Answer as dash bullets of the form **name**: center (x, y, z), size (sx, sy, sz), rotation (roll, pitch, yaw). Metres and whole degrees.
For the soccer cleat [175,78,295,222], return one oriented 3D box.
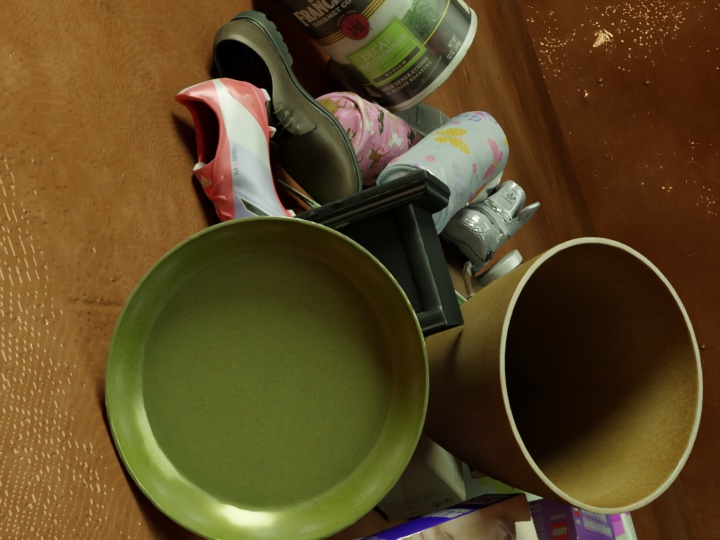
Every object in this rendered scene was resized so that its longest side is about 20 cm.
- **soccer cleat**: center (-0.095, -0.054, 0.804), size (0.076, 0.066, 0.203), rotation (-10, 86, -38)

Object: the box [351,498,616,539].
- **box**: center (0.102, 0.231, 0.841), size (0.137, 0.197, 0.040), rotation (34, 43, -58)

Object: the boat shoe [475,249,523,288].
- **boat shoe**: center (0.155, 0.032, 1.205), size (0.074, 0.200, 0.061), rotation (-37, 88, -24)

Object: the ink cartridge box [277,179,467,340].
- **ink cartridge box**: center (0.000, 0.000, 0.918), size (0.199, 0.060, 0.104), rotation (33, 0, 32)

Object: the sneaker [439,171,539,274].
- **sneaker**: center (0.147, -0.063, 1.163), size (0.075, 0.115, 0.200), rotation (41, -4, 8)

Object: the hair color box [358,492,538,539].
- **hair color box**: center (0.035, 0.235, 0.696), size (0.197, 0.065, 0.111), rotation (-13, 82, -25)

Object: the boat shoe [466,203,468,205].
- **boat shoe**: center (0.102, -0.081, 1.274), size (0.067, 0.073, 0.201), rotation (-56, 146, -23)

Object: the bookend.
- **bookend**: center (-0.011, 0.063, 0.693), size (0.092, 0.196, 0.203), rotation (9, 64, -75)

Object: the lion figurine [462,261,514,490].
- **lion figurine**: center (0.124, 0.096, 0.956), size (0.122, 0.072, 0.202), rotation (40, 44, -26)

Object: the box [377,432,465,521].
- **box**: center (0.015, 0.131, 0.879), size (0.200, 0.077, 0.096), rotation (50, 28, -45)

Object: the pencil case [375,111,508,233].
- **pencil case**: center (0.090, -0.101, 1.070), size (0.200, 0.082, 0.092), rotation (-43, 147, -52)

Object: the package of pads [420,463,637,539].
- **package of pads**: center (0.152, 0.215, 0.981), size (0.068, 0.197, 0.157), rotation (51, 25, -67)

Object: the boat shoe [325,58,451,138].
- **boat shoe**: center (0.029, -0.180, 1.196), size (0.199, 0.073, 0.075), rotation (34, 46, -26)

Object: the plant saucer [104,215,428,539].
- **plant saucer**: center (-0.057, 0.069, 0.624), size (0.031, 0.197, 0.203), rotation (-173, -118, -83)

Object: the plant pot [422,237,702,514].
- **plant pot**: center (0.122, 0.086, 0.776), size (0.184, 0.199, 0.190), rotation (6, 78, -29)

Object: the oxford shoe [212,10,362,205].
- **oxford shoe**: center (-0.071, -0.129, 0.904), size (0.201, 0.072, 0.085), rotation (53, 27, -13)

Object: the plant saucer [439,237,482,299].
- **plant saucer**: center (0.069, -0.003, 1.080), size (0.199, 0.030, 0.201), rotation (37, 20, -16)

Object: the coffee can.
- **coffee can**: center (0.007, -0.287, 1.055), size (0.199, 0.146, 0.148), rotation (39, 35, -29)

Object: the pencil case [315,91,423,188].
- **pencil case**: center (0.006, -0.129, 1.072), size (0.199, 0.082, 0.088), rotation (14, 72, -66)
